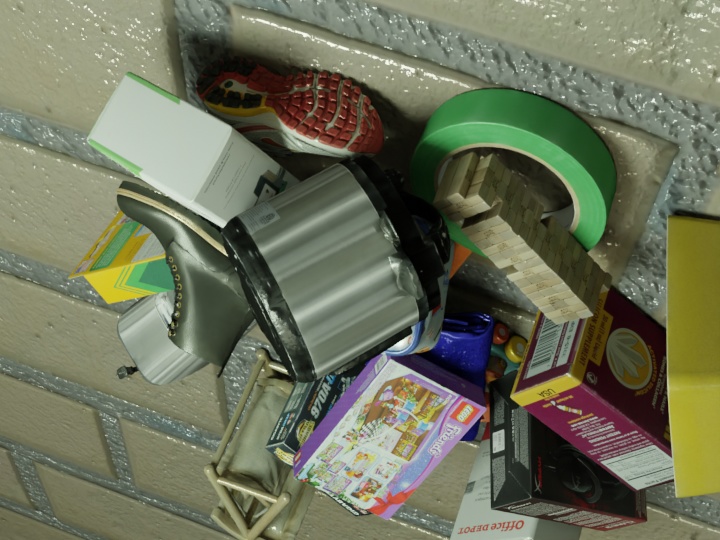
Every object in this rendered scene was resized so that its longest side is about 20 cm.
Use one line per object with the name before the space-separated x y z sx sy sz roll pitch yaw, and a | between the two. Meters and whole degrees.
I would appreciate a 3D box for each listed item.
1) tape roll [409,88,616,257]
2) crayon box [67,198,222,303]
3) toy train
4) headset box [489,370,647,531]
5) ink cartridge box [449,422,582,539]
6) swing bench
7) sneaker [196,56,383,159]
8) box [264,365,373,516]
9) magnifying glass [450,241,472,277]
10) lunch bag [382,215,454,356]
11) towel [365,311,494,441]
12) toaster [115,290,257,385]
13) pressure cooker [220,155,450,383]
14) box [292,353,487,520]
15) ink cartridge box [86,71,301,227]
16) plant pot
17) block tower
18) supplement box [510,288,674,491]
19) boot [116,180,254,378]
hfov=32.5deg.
tape roll | 0.147 -0.086 1.202 0.198 0.049 0.202 17 146 11
crayon box | -0.240 -0.030 1.451 0.198 0.126 0.052 -10 128 41
toy train | 0.146 0.141 1.500 0.148 0.056 0.201 2 141 22
headset box | 0.245 0.210 1.415 0.198 0.151 0.077 17 153 -29
ink cartridge box | 0.206 0.269 1.516 0.084 0.202 0.143 40 144 -24
swing bench | -0.118 0.256 1.705 0.128 0.201 0.201 18 146 9
sneaker | -0.065 -0.153 1.232 0.198 0.078 0.082 20 155 20
box | -0.011 0.175 1.522 0.159 0.202 0.046 40 147 -23
magnifying glass | 0.075 0.019 1.374 0.079 0.023 0.200 25 134 -13
lunch bag | 0.000 0.000 1.319 0.198 0.163 0.075 12 -170 31
towel | 0.073 0.124 1.423 0.145 0.050 0.202 8 134 7
toaster | -0.203 0.055 1.494 0.129 0.199 0.115 -35 86 49
pressure cooker | -0.013 -0.009 1.167 0.177 0.198 0.179 58 170 20
box | 0.031 0.185 1.402 0.136 0.039 0.201 28 117 -22
ink cartridge box | -0.154 -0.101 1.236 0.145 0.085 0.200 29 178 25
plant pot | 0.383 0.081 1.170 0.174 0.202 0.201 -2 140 16
block tower | 0.158 -0.027 1.183 0.200 0.058 0.054 41 144 -25
supplement box | 0.278 0.127 1.338 0.199 0.132 0.103 36 145 -18
boot | -0.195 0.007 1.304 0.198 0.140 0.077 30 179 3
